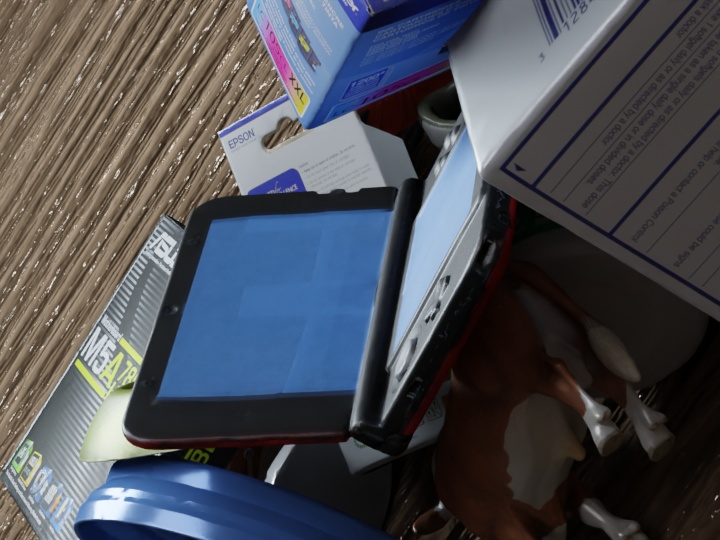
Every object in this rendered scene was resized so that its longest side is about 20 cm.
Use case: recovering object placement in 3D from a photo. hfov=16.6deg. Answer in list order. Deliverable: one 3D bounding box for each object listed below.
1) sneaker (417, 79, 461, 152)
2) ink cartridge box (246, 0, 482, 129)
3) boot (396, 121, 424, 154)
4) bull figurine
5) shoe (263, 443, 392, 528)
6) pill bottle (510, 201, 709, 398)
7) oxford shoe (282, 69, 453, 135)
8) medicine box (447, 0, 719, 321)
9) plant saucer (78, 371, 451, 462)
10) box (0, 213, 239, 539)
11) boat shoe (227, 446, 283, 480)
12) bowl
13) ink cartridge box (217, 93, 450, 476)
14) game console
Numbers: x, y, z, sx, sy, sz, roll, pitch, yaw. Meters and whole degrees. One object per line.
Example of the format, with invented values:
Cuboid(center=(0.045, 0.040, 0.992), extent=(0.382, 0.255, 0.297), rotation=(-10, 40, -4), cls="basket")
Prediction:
Cuboid(center=(0.110, -0.119, 1.324), extent=(0.200, 0.079, 0.074), rotation=(-44, 28, 30), cls="sneaker")
Cuboid(center=(0.033, -0.147, 1.101), extent=(0.136, 0.077, 0.200), rotation=(-26, -9, -15), cls="ink cartridge box")
Cuboid(center=(0.012, -0.040, 1.424), extent=(0.211, 0.079, 0.158), rotation=(-8, 57, 61), cls="boot")
Cuboid(center=(0.078, 0.084, 1.122), extent=(0.065, 0.201, 0.121), rotation=(-33, 54, -27), cls="bull figurine")
Cuboid(center=(-0.053, 0.166, 1.344), extent=(0.091, 0.071, 0.201), rotation=(-9, 56, 61), cls="shoe")
Cuboid(center=(0.110, -0.046, 1.205), extent=(0.113, 0.113, 0.201), rotation=(-41, 32, 36), cls="pill bottle")
Cuboid(center=(0.046, -0.143, 1.387), extent=(0.199, 0.073, 0.071), rotation=(-30, -23, -13), cls="oxford shoe")
Cuboid(center=(0.171, -0.084, 1.026), extent=(0.182, 0.199, 0.103), rotation=(-49, 27, 23), cls="medicine box")
Cuboid(center=(-0.043, 0.054, 1.197), extent=(0.200, 0.199, 0.031), rotation=(-9, 95, 60), cls="plant saucer")
Cuboid(center=(-0.123, 0.078, 1.423), extent=(0.194, 0.047, 0.200), rotation=(-59, 25, 3), cls="box")
Cuboid(center=(-0.078, 0.128, 1.427), extent=(0.076, 0.074, 0.201), rotation=(-12, 54, 59), cls="boat shoe")
Cuboid(center=(-0.039, 0.143, 1.186), extent=(0.200, 0.200, 0.040), rotation=(-11, 53, 59), cls="bowl")
Cuboid(center=(0.000, 0.000, 1.301), extent=(0.094, 0.037, 0.201), rotation=(-25, 86, 38), cls="ink cartridge box")
Cuboid(center=(-0.010, -0.019, 1.107), extent=(0.200, 0.118, 0.173), rotation=(-79, 13, -55), cls="game console")
